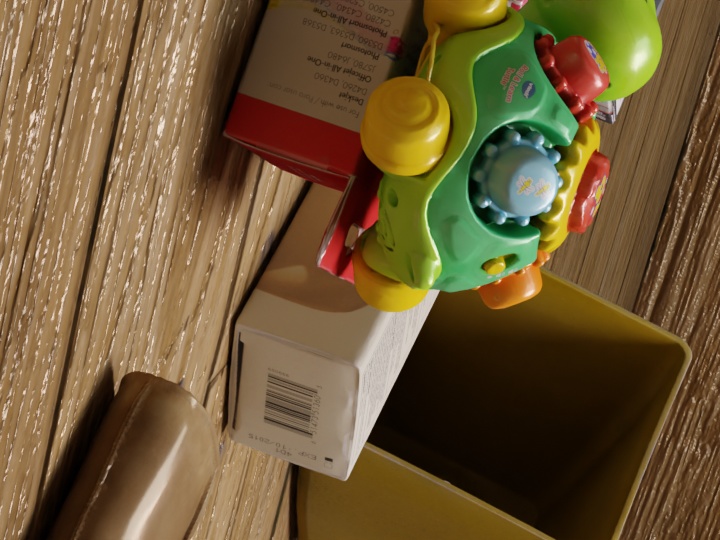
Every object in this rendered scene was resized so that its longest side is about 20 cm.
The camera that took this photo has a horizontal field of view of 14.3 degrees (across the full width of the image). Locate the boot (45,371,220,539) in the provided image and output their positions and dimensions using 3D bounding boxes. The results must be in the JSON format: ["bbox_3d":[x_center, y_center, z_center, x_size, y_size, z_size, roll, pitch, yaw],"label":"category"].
[{"bbox_3d":[-0.116,0.172,1.249,0.175,0.066,0.200,95,16,-56],"label":"boot"}]

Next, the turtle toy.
[{"bbox_3d":[0.068,-0.068,1.293,0.146,0.101,0.200,94,19,-57],"label":"turtle toy"}]

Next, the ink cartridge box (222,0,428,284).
[{"bbox_3d":[-0.005,-0.101,1.324,0.116,0.067,0.201,29,81,-79],"label":"ink cartridge box"}]

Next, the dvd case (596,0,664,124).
[{"bbox_3d":[0.159,-0.186,1.659,0.200,0.022,0.146,64,47,-69],"label":"dvd case"}]

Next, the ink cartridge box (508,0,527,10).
[{"bbox_3d":[0.082,-0.198,1.564,0.145,0.084,0.200,91,21,-63],"label":"ink cartridge box"}]

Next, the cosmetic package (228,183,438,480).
[{"bbox_3d":[0.000,0.000,1.530,0.105,0.071,0.200,97,16,-48],"label":"cosmetic package"}]

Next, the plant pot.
[{"bbox_3d":[0.066,0.120,1.822,0.200,0.199,0.177,-62,178,-42],"label":"plant pot"}]
